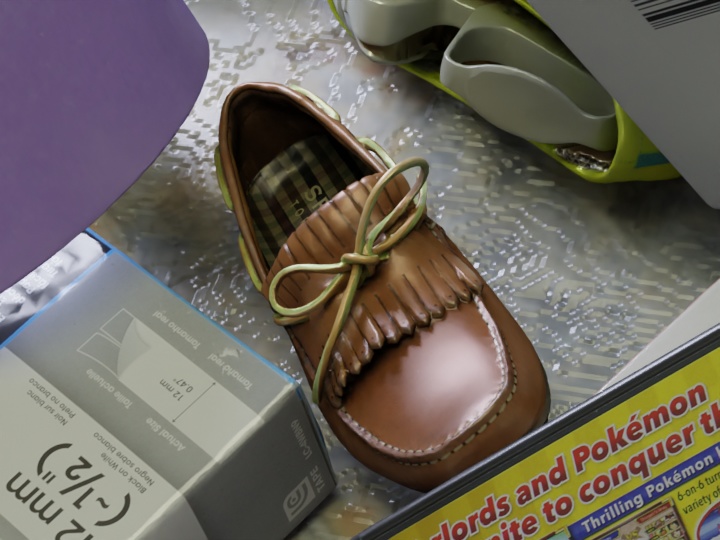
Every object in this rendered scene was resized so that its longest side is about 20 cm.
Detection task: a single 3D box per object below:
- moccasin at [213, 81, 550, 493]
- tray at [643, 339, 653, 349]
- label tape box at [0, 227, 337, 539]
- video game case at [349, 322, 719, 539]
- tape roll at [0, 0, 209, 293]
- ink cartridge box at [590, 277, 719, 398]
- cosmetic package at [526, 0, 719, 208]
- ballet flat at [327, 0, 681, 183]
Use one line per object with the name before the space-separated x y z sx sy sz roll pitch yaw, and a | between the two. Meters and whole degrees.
moccasin | 0.001 -0.001 0.825 0.073 0.078 0.202 -32 39 6
tray | 0.173 0.082 0.784 0.107 0.022 0.201 -21 51 -3
label tape box | -0.128 0.083 0.831 0.200 0.066 0.143 -42 54 -19
video game case | 0.109 0.107 0.674 0.200 0.025 0.181 -32 63 20
tape roll | -0.156 -0.059 0.879 0.199 0.085 0.200 -27 27 14
ink cartridge box | 0.149 0.080 0.748 0.200 0.045 0.176 -41 55 -17
cosmetic package | 0.131 -0.164 0.797 0.123 0.199 0.200 -11 40 53
ballet flat | 0.038 -0.088 0.911 0.200 0.067 0.067 33 41 29
